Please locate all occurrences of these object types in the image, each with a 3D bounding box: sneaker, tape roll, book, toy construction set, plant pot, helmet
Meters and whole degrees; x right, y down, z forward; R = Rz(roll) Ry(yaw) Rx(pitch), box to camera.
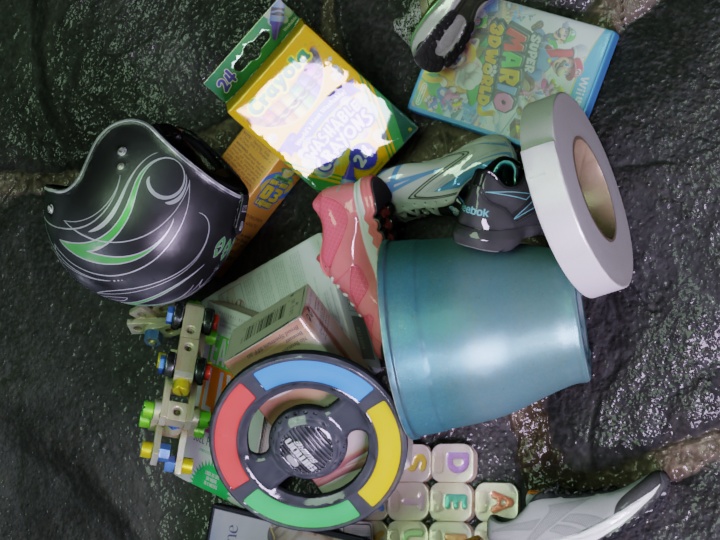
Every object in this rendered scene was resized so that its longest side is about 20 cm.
[{"bbox_3d":[0.000,0.000,1.698,0.086,0.074,0.201,-6,104,20],"label":"sneaker"},{"bbox_3d":[0.208,0.237,1.570,0.199,0.074,0.080,-29,73,20],"label":"sneaker"},{"bbox_3d":[0.210,-0.074,1.556,0.037,0.203,0.204,-18,73,22],"label":"tape roll"},{"bbox_3d":[-0.134,0.145,1.759,0.133,0.048,0.201,16,97,43],"label":"book"},{"bbox_3d":[-0.199,0.109,1.745,0.092,0.131,0.201,-2,57,-15],"label":"toy construction set"},{"bbox_3d":[0.127,0.055,1.588,0.187,0.200,0.201,-9,77,11],"label":"plant pot"},{"bbox_3d":[0.075,-0.081,1.700,0.199,0.072,0.073,-21,65,23],"label":"sneaker"},{"bbox_3d":[0.164,-0.071,1.580,0.075,0.200,0.080,14,108,32],"label":"sneaker"},{"bbox_3d":[-0.234,-0.057,1.715,0.200,0.200,0.191,45,101,26],"label":"helmet"},{"bbox_3d":[0.098,-0.315,1.715,0.089,0.077,0.200,39,96,36],"label":"sneaker"}]

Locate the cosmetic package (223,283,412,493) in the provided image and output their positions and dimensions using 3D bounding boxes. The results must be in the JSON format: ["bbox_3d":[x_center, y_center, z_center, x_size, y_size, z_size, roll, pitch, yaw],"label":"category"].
[{"bbox_3d":[-0.041,0.129,1.651,0.103,0.087,0.200,-32,108,15],"label":"cosmetic package"}]

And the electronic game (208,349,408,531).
[{"bbox_3d":[-0.052,0.171,1.599,0.199,0.042,0.201,2,113,4],"label":"electronic game"}]

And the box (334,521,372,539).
[{"bbox_3d":[-0.047,0.364,1.682,0.116,0.060,0.201,-7,78,32],"label":"box"}]

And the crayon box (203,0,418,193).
[{"bbox_3d":[-0.053,-0.175,1.722,0.200,0.052,0.126,41,98,-16],"label":"crayon box"}]

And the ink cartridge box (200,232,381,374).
[{"bbox_3d":[-0.080,0.071,1.777,0.199,0.047,0.161,-29,69,34],"label":"ink cartridge box"}]

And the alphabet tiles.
[{"bbox_3d":[0.072,0.280,1.668,0.194,0.015,0.201,-2,79,26],"label":"alphabet tiles"}]

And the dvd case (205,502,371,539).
[{"bbox_3d":[-0.085,0.328,1.665,0.199,0.018,0.144,7,86,33],"label":"dvd case"}]

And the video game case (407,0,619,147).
[{"bbox_3d":[0.159,-0.210,1.710,0.199,0.018,0.144,21,90,28],"label":"video game case"}]

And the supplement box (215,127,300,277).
[{"bbox_3d":[-0.131,-0.090,1.810,0.069,0.066,0.200,42,101,26],"label":"supplement box"}]

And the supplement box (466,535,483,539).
[{"bbox_3d":[0.032,0.319,1.560,0.199,0.069,0.067,-19,82,5],"label":"supplement box"}]
